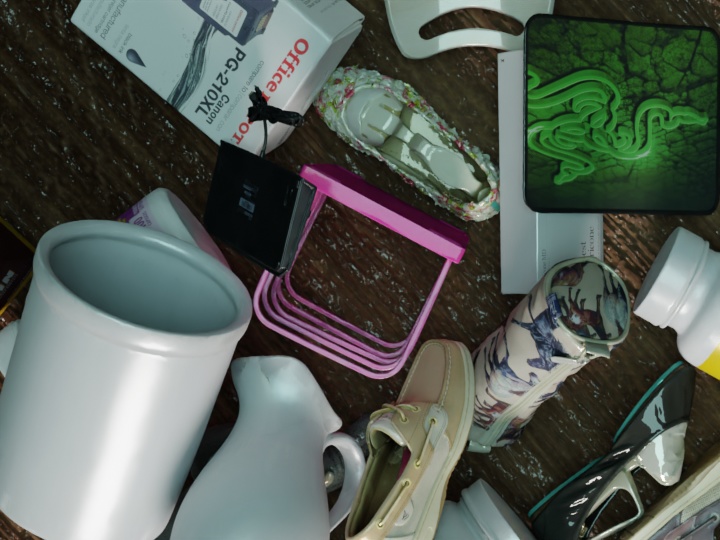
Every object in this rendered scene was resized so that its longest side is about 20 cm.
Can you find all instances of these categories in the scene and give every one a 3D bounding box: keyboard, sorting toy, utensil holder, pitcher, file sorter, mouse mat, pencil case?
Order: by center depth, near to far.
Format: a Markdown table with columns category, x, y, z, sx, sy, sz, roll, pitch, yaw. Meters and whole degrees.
| category | x | y | z | sx | sy | sz | roll | pitch | yaw |
| --- | --- | --- | --- | --- | --- | --- | --- | --- | --- |
| utensil holder | -0.192 | 0.090 | 1.214 | 0.168 | 0.170 | 0.202 | 22 | 112 | 3 |
| keyboard | -0.075 | -0.074 | 1.221 | 0.020 | 0.200 | 0.129 | 10 | 98 | -25 |
| pitcher | -0.063 | 0.193 | 1.232 | 0.120 | 0.171 | 0.202 | -10 | 52 | 37 |
| file sorter | 0.000 | 0.000 | 1.284 | 0.138 | 0.200 | 0.127 | 27 | 96 | 3 |
| pencil case | 0.140 | 0.074 | 1.286 | 0.077 | 0.200 | 0.090 | 24 | 50 | -12 |
| mouse mat | 0.222 | -0.128 | 1.315 | 0.197 | 0.008 | 0.163 | 0 | 91 | -24 |
| sorting toy | 0.091 | -0.272 | 1.326 | 0.197 | 0.107 | 0.183 | -1 | 98 | 3 |

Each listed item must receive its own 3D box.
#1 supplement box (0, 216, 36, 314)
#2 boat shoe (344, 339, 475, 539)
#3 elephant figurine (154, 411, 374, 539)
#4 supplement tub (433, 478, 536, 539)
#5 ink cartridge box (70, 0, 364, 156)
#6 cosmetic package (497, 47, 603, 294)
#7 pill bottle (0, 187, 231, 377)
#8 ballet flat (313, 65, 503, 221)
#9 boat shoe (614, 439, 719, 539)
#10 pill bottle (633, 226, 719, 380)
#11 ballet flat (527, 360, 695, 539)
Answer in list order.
| category | x | y | z | sx | sy | sz | roll | pitch | yaw |
| --- | --- | --- | --- | --- | --- | --- | --- | --- | --- |
| supplement box | -0.398 | -0.022 | 1.307 | 0.197 | 0.200 | 0.133 | 42 | 94 | 2 |
| boat shoe | 0.038 | 0.140 | 1.270 | 0.069 | 0.073 | 0.202 | 29 | 63 | -29 |
| elephant figurine | -0.093 | 0.186 | 1.341 | 0.140 | 0.155 | 0.202 | 15 | 80 | 36 |
| supplement tub | 0.063 | 0.285 | 1.310 | 0.200 | 0.145 | 0.145 | -41 | 88 | 4 |
| ink cartridge box | -0.119 | -0.210 | 1.320 | 0.199 | 0.084 | 0.145 | 39 | 119 | 2 |
| cosmetic package | 0.161 | -0.082 | 1.325 | 0.082 | 0.050 | 0.203 | -2 | 92 | -35 |
| pill bottle | -0.213 | 0.031 | 1.340 | 0.199 | 0.112 | 0.113 | -38 | 89 | 3 |
| ballet flat | 0.044 | -0.114 | 1.344 | 0.199 | 0.064 | 0.076 | 32 | 94 | 3 |
| boat shoe | 0.278 | 0.216 | 1.333 | 0.200 | 0.072 | 0.065 | -42 | 84 | -2 |
| pill bottle | 0.332 | 0.046 | 1.305 | 0.198 | 0.111 | 0.112 | 29 | 93 | 3 |
| ballet flat | 0.229 | 0.169 | 1.330 | 0.200 | 0.068 | 0.068 | -49 | 66 | 15 |
